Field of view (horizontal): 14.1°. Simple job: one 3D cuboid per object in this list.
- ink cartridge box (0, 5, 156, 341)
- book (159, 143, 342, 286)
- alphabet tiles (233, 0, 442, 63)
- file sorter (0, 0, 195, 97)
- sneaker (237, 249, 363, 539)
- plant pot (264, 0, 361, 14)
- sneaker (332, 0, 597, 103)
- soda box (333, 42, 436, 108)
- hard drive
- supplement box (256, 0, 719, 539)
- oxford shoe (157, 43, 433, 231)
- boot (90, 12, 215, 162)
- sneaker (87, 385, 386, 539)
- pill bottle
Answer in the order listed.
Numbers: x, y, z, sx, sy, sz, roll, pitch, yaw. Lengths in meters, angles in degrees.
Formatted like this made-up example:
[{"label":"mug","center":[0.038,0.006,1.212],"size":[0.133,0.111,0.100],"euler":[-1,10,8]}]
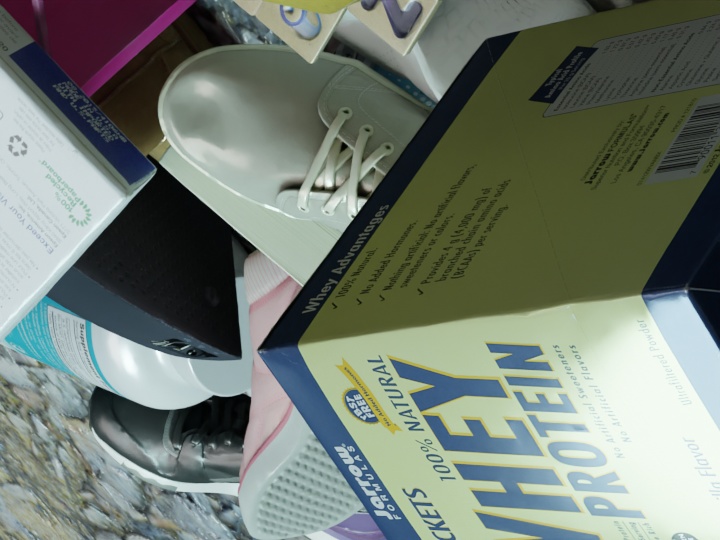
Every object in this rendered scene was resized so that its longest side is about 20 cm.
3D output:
[{"label":"ink cartridge box","center":[-0.222,-0.049,1.330],"size":[0.196,0.043,0.200],"euler":[46,121,0]},{"label":"book","center":[0.000,0.000,1.352],"size":[0.200,0.048,0.134],"euler":[37,-178,1]},{"label":"alphabet tiles","center":[-0.033,-0.187,1.204],"size":[0.200,0.006,0.167],"euler":[41,127,10]},{"label":"file sorter","center":[-0.171,-0.198,1.354],"size":[0.200,0.139,0.126],"euler":[36,154,20]},{"label":"sneaker","center":[-0.025,0.051,1.510],"size":[0.201,0.075,0.105],"euler":[109,150,-50]},{"label":"plant pot","center":[-0.025,-0.208,1.044],"size":[0.200,0.194,0.195],"euler":[43,158,-11]},{"label":"sneaker","center":[0.038,-0.106,1.266],"size":[0.200,0.075,0.088],"euler":[33,175,19]},{"label":"soda box","center":[0.061,-0.028,1.320],"size":[0.200,0.068,0.064],"euler":[35,172,21]},{"label":"hard drive","center":[-0.137,-0.036,1.507],"size":[0.042,0.135,0.200],"euler":[-23,146,26]},{"label":"supplement box","center":[0.110,0.005,1.083],"size":[0.199,0.200,0.134],"euler":[-9,124,43]},{"label":"oxford shoe","center":[0.004,-0.044,1.251],"size":[0.199,0.075,0.058],"euler":[24,-166,8]},{"label":"boot","center":[-0.120,-0.051,1.429],"size":[0.175,0.200,0.066],"euler":[45,124,0]},{"label":"sneaker","center":[-0.059,0.094,1.705],"size":[0.199,0.076,0.088],"euler":[20,150,-4]},{"label":"pill bottle","center":[-0.133,0.014,1.675],"size":[0.200,0.111,0.111],"euler":[18,145,46]}]
